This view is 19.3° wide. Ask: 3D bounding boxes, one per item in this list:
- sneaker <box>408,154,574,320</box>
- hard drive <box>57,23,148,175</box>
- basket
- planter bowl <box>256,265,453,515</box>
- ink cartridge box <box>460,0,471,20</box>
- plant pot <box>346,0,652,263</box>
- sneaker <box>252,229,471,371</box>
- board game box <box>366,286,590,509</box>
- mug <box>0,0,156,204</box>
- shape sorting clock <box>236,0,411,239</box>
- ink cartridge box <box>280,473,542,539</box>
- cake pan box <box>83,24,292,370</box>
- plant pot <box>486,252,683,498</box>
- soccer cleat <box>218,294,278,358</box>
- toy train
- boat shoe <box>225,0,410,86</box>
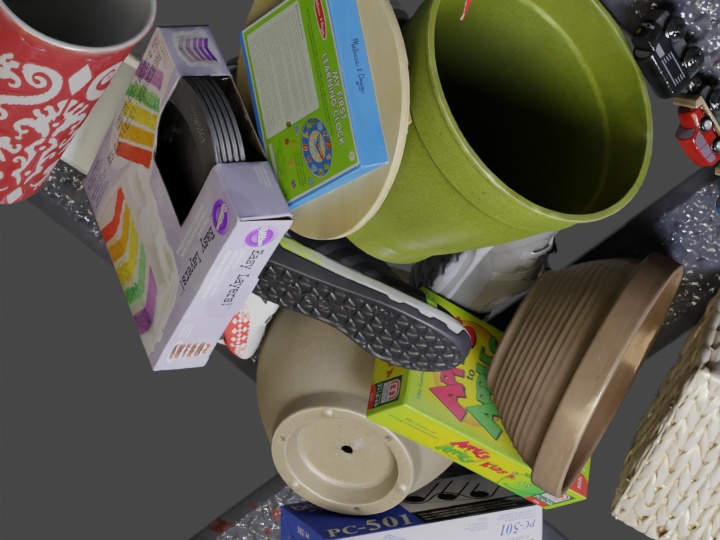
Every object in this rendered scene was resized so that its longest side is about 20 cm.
[{"bbox_3d":[0.122,-0.029,1.627,0.082,0.075,0.200,24,139,-24],"label":"sneaker"},{"bbox_3d":[-0.167,-0.108,1.674,0.200,0.026,0.132,33,131,-9],"label":"hard drive"},{"bbox_3d":[0.291,0.121,1.643,0.123,0.136,0.200,26,132,2],"label":"basket"},{"bbox_3d":[0.000,0.112,1.728,0.200,0.135,0.201,9,130,11],"label":"planter bowl"},{"bbox_3d":[0.120,-0.267,1.331,0.050,0.200,0.161,15,132,5],"label":"ink cartridge box"},{"bbox_3d":[0.071,-0.096,1.513,0.200,0.201,0.193,41,141,-16],"label":"plant pot"},{"bbox_3d":[0.000,0.000,1.577,0.200,0.083,0.072,27,144,-1],"label":"sneaker"},{"bbox_3d":[0.099,0.103,1.665,0.200,0.102,0.048,29,147,-32],"label":"board game box"},{"bbox_3d":[-0.249,-0.167,1.582,0.133,0.178,0.200,14,138,-22],"label":"mug"},{"bbox_3d":[-0.027,-0.122,1.472,0.039,0.200,0.200,-5,142,-32],"label":"shape sorting clock"},{"bbox_3d":[0.042,0.213,1.755,0.199,0.094,0.044,-7,105,-25],"label":"ink cartridge box"},{"bbox_3d":[-0.130,-0.054,1.567,0.052,0.185,0.200,-7,149,-33],"label":"cake pan box"},{"bbox_3d":[0.159,0.063,1.603,0.093,0.201,0.201,29,133,12],"label":"plant pot"},{"bbox_3d":[-0.069,-0.002,1.675,0.085,0.069,0.200,13,130,7],"label":"soccer cleat"},{"bbox_3d":[0.250,-0.100,1.525,0.200,0.046,0.034,54,162,-26],"label":"toy train"},{"bbox_3d":[-0.048,-0.155,1.571,0.202,0.074,0.065,-35,70,37],"label":"boat shoe"}]
